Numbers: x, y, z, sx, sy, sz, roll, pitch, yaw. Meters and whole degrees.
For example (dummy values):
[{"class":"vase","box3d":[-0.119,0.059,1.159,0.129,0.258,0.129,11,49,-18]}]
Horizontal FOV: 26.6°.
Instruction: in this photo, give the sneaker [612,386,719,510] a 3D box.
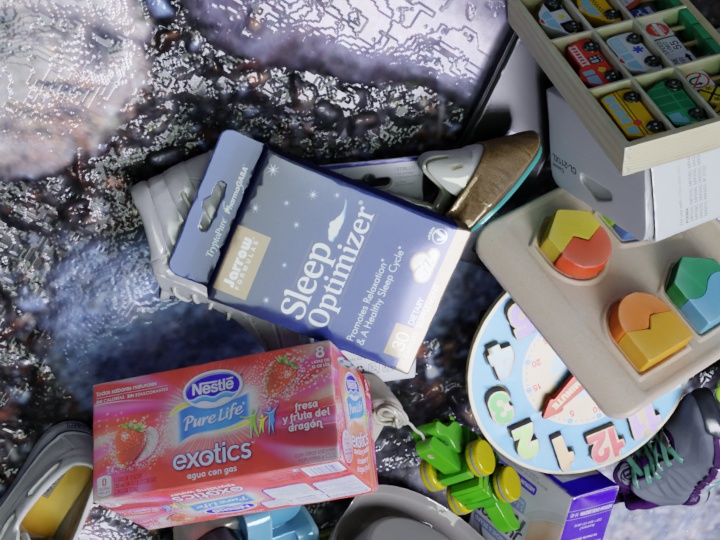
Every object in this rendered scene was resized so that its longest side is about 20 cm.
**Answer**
[{"class":"sneaker","box3d":[0.271,0.170,1.344,0.087,0.075,0.201,-14,150,-4]}]

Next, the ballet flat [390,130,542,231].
[{"class":"ballet flat","box3d":[0.056,-0.044,1.179,0.072,0.068,0.200,39,96,-18]}]

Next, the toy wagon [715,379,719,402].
[{"class":"toy wagon","box3d":[0.346,0.063,1.318,0.039,0.156,0.201,-6,128,34]}]

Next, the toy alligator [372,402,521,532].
[{"class":"toy alligator","box3d":[0.078,0.149,1.270,0.059,0.055,0.200,-22,130,31]}]

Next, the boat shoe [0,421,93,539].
[{"class":"boat shoe","box3d":[-0.264,0.220,1.223,0.071,0.070,0.201,28,103,-28]}]

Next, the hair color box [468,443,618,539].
[{"class":"hair color box","box3d":[0.148,0.254,1.353,0.064,0.109,0.202,-7,119,-37]}]

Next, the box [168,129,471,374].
[{"class":"box","box3d":[-0.031,-0.013,1.127,0.198,0.032,0.122,21,103,-11]}]

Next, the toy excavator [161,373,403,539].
[{"class":"toy excavator","box3d":[-0.064,0.188,1.260,0.198,0.100,0.196,-17,130,-24]}]

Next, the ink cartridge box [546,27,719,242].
[{"class":"ink cartridge box","box3d":[0.265,-0.113,1.182,0.199,0.146,0.083,-21,122,-19]}]

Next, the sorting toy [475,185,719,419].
[{"class":"sorting toy","box3d":[0.216,0.000,1.196,0.199,0.186,0.037,-28,160,-30]}]

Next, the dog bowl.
[{"class":"dog bowl","box3d":[0.051,0.272,1.260,0.199,0.201,0.059,24,117,-27]}]

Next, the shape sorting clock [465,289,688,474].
[{"class":"shape sorting clock","box3d":[0.183,0.079,1.256,0.198,0.039,0.202,-6,116,-13]}]

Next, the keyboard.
[{"class":"keyboard","box3d":[0.135,-0.092,1.238,0.126,0.021,0.201,18,108,-24]}]

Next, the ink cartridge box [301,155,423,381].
[{"class":"ink cartridge box","box3d":[0.000,0.000,1.227,0.094,0.037,0.202,-7,119,-17]}]

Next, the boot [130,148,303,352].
[{"class":"boot","box3d":[-0.110,0.006,1.180,0.095,0.074,0.201,-20,112,-2]}]

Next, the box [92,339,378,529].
[{"class":"box","box3d":[-0.095,0.129,1.164,0.198,0.096,0.103,-12,155,15]}]

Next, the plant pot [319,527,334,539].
[{"class":"plant pot","box3d":[0.001,0.361,1.312,0.198,0.193,0.202,-8,118,-15]}]

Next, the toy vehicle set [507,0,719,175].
[{"class":"toy vehicle set","box3d":[0.205,-0.156,1.127,0.123,0.201,0.027,-17,136,-12]}]

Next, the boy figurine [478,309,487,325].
[{"class":"boy figurine","box3d":[0.202,0.053,1.307,0.198,0.064,0.125,-10,117,-15]}]
